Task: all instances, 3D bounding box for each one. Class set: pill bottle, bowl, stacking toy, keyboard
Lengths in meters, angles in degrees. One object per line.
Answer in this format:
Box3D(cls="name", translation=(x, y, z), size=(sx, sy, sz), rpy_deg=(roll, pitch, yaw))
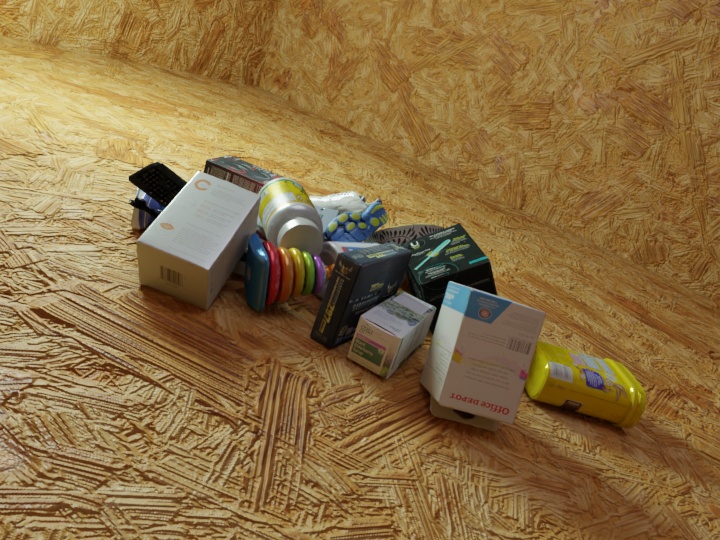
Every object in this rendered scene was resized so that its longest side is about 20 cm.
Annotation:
Box3D(cls="pill bottle", translation=(0.000, 0.000, 1.174), size=(0.198, 0.114, 0.112), rpy_deg=(0, 28, -44))
Box3D(cls="bowl", translation=(0.108, -0.035, 1.351), size=(0.196, 0.096, 0.201), rpy_deg=(-5, -12, -1))
Box3D(cls="stacking toy", translation=(-0.102, 0.004, 1.021), size=(0.196, 0.112, 0.116), rpy_deg=(-1, 28, -24))
Box3D(cls="pill bottle", translation=(-0.135, -0.094, 1.127), size=(0.111, 0.114, 0.201), rpy_deg=(11, 24, -25))
Box3D(cls="keyboard", translation=(-0.345, -0.116, 1.068), size=(0.200, 0.125, 0.021), rpy_deg=(43, 34, -47))

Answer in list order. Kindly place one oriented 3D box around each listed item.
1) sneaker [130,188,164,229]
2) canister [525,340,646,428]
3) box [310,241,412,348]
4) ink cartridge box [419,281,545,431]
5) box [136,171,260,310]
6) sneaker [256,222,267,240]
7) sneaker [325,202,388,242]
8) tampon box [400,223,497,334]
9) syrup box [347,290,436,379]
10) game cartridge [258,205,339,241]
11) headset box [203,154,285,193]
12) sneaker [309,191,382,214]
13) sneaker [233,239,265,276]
Box3D(cls="sneaker", translation=(-0.385, -0.136, 1.183), size=(0.113, 0.082, 0.200), rpy_deg=(16, 19, -7))
Box3D(cls="canister", translation=(0.408, 0.208, 1.090), size=(0.196, 0.088, 0.149), rpy_deg=(17, 20, -7))
Box3D(cls="box", translation=(0.006, 0.038, 1.016), size=(0.051, 0.160, 0.199), rpy_deg=(28, 20, 23))
Box3D(cls="ink cartridge box", translation=(0.182, 0.137, 0.911), size=(0.126, 0.204, 0.125), rpy_deg=(17, 2, -9))
Box3D(cls="box", translation=(-0.264, -0.055, 0.965), size=(0.122, 0.098, 0.202), rpy_deg=(21, 45, 2))
Box3D(cls="sneaker", translation=(-0.273, -0.115, 1.171), size=(0.198, 0.081, 0.089), rpy_deg=(31, 40, -23))
Box3D(cls="sneaker", translation=(-0.011, -0.090, 1.253), size=(0.071, 0.082, 0.199), rpy_deg=(57, 36, 2))
Box3D(cls="tampon box", translation=(0.180, 0.015, 1.200), size=(0.147, 0.128, 0.201), rpy_deg=(-18, 26, 0))
Box3D(cls="syrup box", translation=(0.059, 0.106, 1.006), size=(0.078, 0.083, 0.199), rpy_deg=(25, 21, 18))
Box3D(cls="game cartridge", translation=(-0.149, -0.102, 1.278), size=(0.196, 0.042, 0.134), rpy_deg=(5, 30, 11))
Box3D(cls="headset box", translation=(-0.293, -0.227, 1.514), size=(0.197, 0.076, 0.149), rpy_deg=(23, 19, 6))
Box3D(cls="sneaker", translation=(-0.040, -0.155, 1.397), size=(0.197, 0.082, 0.076), rpy_deg=(18, 9, 18))
Box3D(cls="sneaker", translation=(-0.251, -0.042, 1.112), size=(0.197, 0.074, 0.112), rpy_deg=(25, 12, 3))
